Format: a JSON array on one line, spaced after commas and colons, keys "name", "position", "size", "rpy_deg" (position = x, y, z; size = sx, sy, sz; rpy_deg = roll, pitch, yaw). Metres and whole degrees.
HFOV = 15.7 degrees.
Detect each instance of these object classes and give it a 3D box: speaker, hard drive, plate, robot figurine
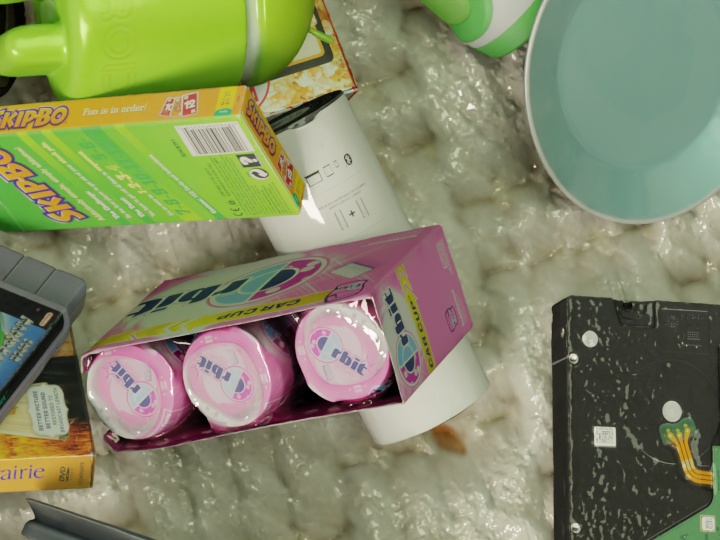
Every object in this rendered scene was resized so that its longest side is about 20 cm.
[{"name": "speaker", "position": [0.000, 0.000, 1.543], "size": [0.081, 0.081, 0.201], "rpy_deg": [-31, 100, -19]}, {"name": "hard drive", "position": [0.187, 0.120, 1.612], "size": [0.139, 0.038, 0.202], "rpy_deg": [3, 77, -15]}, {"name": "plate", "position": [0.181, -0.129, 1.637], "size": [0.199, 0.026, 0.202], "rpy_deg": [-9, 109, -28]}, {"name": "speaker", "position": [0.034, -0.221, 1.601], "size": [0.200, 0.088, 0.089], "rpy_deg": [40, 71, -17]}, {"name": "robot figurine", "position": [-0.116, -0.156, 1.496], "size": [0.198, 0.116, 0.177], "rpy_deg": [-9, 88, -18]}]

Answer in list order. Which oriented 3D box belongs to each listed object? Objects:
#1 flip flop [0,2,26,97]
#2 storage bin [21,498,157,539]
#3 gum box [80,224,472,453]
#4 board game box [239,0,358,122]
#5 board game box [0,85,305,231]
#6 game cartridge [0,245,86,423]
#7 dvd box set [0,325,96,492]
[{"name": "flip flop", "position": [-0.248, -0.195, 1.546], "size": [0.057, 0.081, 0.201], "rpy_deg": [-19, 86, 8]}, {"name": "storage bin", "position": [-0.099, 0.222, 1.435], "size": [0.199, 0.145, 0.135], "rpy_deg": [23, 82, -47]}, {"name": "gum box", "position": [-0.051, 0.040, 1.469], "size": [0.113, 0.199, 0.067], "rpy_deg": [-44, 118, -59]}, {"name": "board game box", "position": [-0.107, -0.176, 1.589], "size": [0.150, 0.046, 0.201], "rpy_deg": [-18, 84, -18]}, {"name": "board game box", "position": [-0.139, -0.061, 1.486], "size": [0.198, 0.096, 0.030], "rpy_deg": [-5, 54, 20]}, {"name": "game cartridge", "position": [-0.247, 0.046, 1.443], "size": [0.129, 0.039, 0.200], "rpy_deg": [18, 40, 13]}, {"name": "dvd box set", "position": [-0.256, 0.066, 1.466], "size": [0.198, 0.030, 0.147], "rpy_deg": [-1, 42, -15]}]
